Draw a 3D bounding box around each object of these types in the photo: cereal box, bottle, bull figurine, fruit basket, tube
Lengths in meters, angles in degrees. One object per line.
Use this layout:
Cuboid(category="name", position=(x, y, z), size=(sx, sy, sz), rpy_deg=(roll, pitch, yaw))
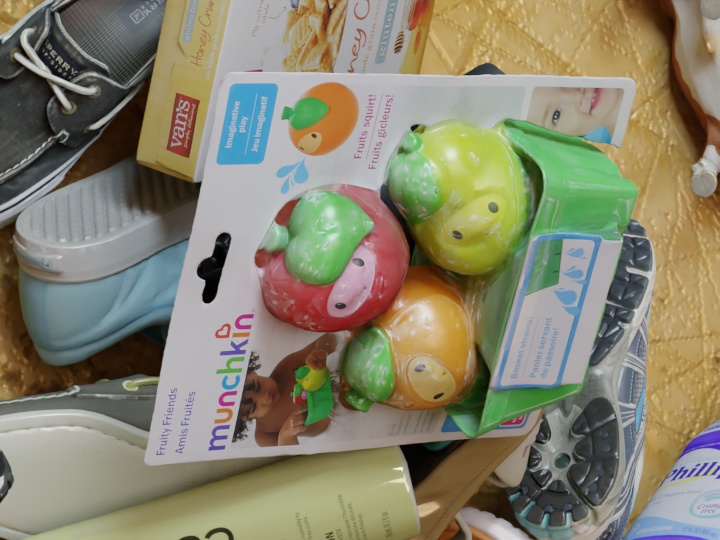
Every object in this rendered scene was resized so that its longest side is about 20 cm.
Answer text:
Cuboid(category="cereal box", position=(-0.025, -0.124, 1.225), size=(0.200, 0.039, 0.145), rpy_deg=(-19, 125, -59))
Cuboid(category="bottle", position=(0.202, 0.117, 1.378), size=(0.200, 0.083, 0.066), rpy_deg=(-48, 117, -40))
Cuboid(category="bull figurine", position=(0.206, -0.099, 1.421), size=(0.121, 0.065, 0.201), rpy_deg=(-16, 82, -65))
Cuboid(category="fruit basket", position=(0.016, 0.003, 1.108), size=(0.199, 0.094, 0.186), rpy_deg=(-5, 121, -34))
Cuboid(category="tube", position=(-0.073, 0.126, 1.178), size=(0.198, 0.052, 0.058), rpy_deg=(-16, 90, -6))

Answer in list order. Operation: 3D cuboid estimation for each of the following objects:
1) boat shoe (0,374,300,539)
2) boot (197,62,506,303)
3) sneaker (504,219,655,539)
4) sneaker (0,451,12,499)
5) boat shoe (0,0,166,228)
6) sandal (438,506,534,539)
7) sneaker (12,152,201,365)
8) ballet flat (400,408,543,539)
Cuboid(category="boat shoe", position=(-0.103, 0.083, 1.209), size=(0.200, 0.060, 0.073), rpy_deg=(1, 120, -18))
Cuboid(category="boot", position=(0.000, 0.000, 1.243), size=(0.167, 0.201, 0.077), rpy_deg=(-31, 68, -17))
Cuboid(category="sneaker", position=(0.114, 0.064, 1.353), size=(0.087, 0.077, 0.201), rpy_deg=(66, 31, -51))
Cuboid(category="sneaker", position=(-0.243, 0.109, 1.094), size=(0.199, 0.076, 0.088), rpy_deg=(-30, 89, -23))
Cuboid(category="boat shoe", position=(-0.136, -0.096, 1.194), size=(0.072, 0.071, 0.200), rpy_deg=(43, 75, 1))
Cuboid(category="sandal", position=(0.105, 0.197, 1.317), size=(0.206, 0.079, 0.059), rpy_deg=(37, 66, -12))
Cuboid(category="sneaker", position=(-0.087, -0.011, 1.245), size=(0.199, 0.074, 0.083), rpy_deg=(-20, 127, -40))
Cuboid(category="ballet flat", position=(0.040, 0.097, 1.254), size=(0.063, 0.069, 0.200), rpy_deg=(39, 98, -25))
